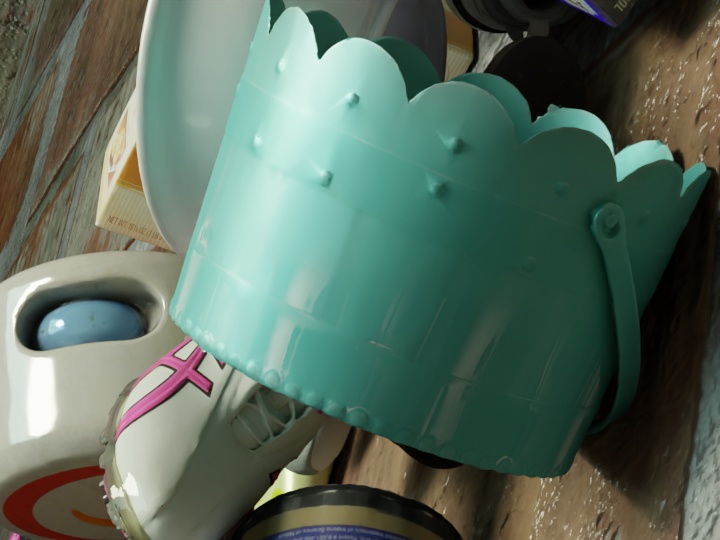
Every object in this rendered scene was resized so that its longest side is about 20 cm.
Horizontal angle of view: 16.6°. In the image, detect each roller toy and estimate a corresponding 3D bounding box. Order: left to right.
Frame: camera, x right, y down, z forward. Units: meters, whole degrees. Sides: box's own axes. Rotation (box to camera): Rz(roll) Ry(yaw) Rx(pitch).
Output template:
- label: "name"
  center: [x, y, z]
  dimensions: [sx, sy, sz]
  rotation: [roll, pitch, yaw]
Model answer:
- label: "roller toy"
  center: [-0.141, 0.073, 1.462]
  dimensions: [0.182, 0.199, 0.141]
  rotation: [-31, 55, 44]

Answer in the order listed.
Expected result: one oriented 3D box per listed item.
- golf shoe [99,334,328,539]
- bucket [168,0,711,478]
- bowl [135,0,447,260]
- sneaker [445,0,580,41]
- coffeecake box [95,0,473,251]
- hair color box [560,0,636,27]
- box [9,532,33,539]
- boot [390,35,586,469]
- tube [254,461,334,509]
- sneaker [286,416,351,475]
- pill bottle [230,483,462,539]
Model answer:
- label: "golf shoe"
  center: [-0.049, 0.051, 1.084]
  dimensions: [0.092, 0.073, 0.200]
  rotation: [-29, 19, 33]
- label: "bucket"
  center: [0.028, -0.013, 0.981]
  dimensions: [0.207, 0.206, 0.136]
  rotation: [-132, 63, -73]
- label: "bowl"
  center: [-0.018, -0.093, 1.126]
  dimensions: [0.201, 0.090, 0.203]
  rotation: [10, -90, -69]
- label: "sneaker"
  center: [0.099, -0.203, 1.197]
  dimensions: [0.115, 0.075, 0.201]
  rotation: [-119, 45, -69]
- label: "coffeecake box"
  center: [-0.045, -0.094, 1.413]
  dimensions: [0.073, 0.153, 0.201]
  rotation: [-90, 24, -49]
- label: "hair color box"
  center: [0.068, -0.197, 1.112]
  dimensions: [0.200, 0.065, 0.110]
  rotation: [32, 87, 45]
- label: "box"
  center: [-0.185, 0.252, 1.567]
  dimensions: [0.133, 0.114, 0.201]
  rotation: [-92, 24, -51]
- label: "boot"
  center: [0.044, -0.015, 1.139]
  dimensions: [0.075, 0.073, 0.201]
  rotation: [28, 101, 63]
- label: "tube"
  center: [-0.031, 0.081, 1.361]
  dimensions: [0.058, 0.052, 0.202]
  rotation: [38, -120, -63]
- label: "sneaker"
  center: [0.014, 0.011, 1.218]
  dimensions: [0.070, 0.080, 0.202]
  rotation: [1, 67, 58]
- label: "pill bottle"
  center: [-0.011, 0.198, 1.018]
  dimensions: [0.112, 0.111, 0.201]
  rotation: [125, 158, -45]
